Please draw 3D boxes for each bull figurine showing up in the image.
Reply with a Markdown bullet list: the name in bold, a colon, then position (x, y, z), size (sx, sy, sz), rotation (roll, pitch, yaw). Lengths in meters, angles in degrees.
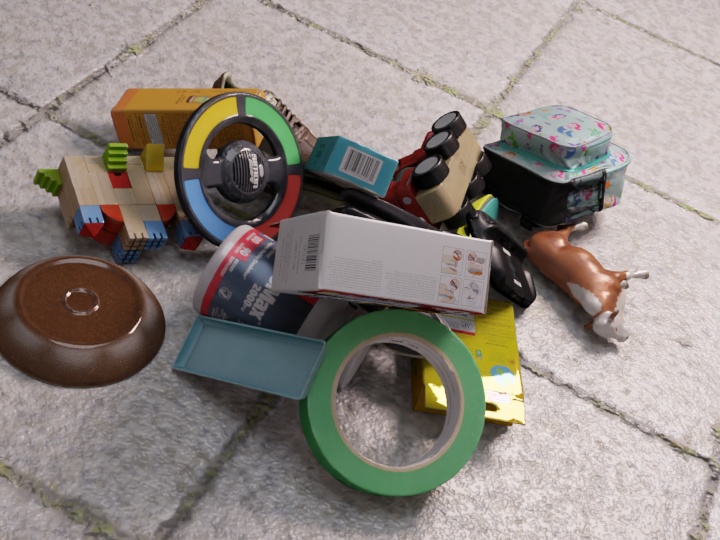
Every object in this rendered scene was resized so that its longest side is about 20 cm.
- **bull figurine**: position (0.312, 0.010, 1.548), size (0.121, 0.065, 0.200), rotation (-19, 54, -38)

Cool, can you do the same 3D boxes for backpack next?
- **backpack**: position (0.290, -0.154, 1.653), size (0.200, 0.151, 0.177), rotation (-11, 31, -39)

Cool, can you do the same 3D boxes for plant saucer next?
- **plant saucer**: position (-0.320, 0.045, 1.299), size (0.200, 0.037, 0.201), rotation (11, 41, -9)
- **plant saucer**: position (-0.121, 0.095, 1.242), size (0.200, 0.019, 0.070), rotation (8, 66, 40)

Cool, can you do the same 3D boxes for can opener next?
- **can opener**: position (0.056, -0.052, 1.416), size (0.200, 0.079, 0.064), rotation (26, 40, -25)

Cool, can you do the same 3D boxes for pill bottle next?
- **pill bottle**: position (-0.081, 0.045, 1.319), size (0.200, 0.120, 0.120), rotation (30, 42, 7)

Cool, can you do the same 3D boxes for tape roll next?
- **tape roll**: position (0.035, 0.144, 1.236), size (0.200, 0.048, 0.201), rotation (3, 78, -13)

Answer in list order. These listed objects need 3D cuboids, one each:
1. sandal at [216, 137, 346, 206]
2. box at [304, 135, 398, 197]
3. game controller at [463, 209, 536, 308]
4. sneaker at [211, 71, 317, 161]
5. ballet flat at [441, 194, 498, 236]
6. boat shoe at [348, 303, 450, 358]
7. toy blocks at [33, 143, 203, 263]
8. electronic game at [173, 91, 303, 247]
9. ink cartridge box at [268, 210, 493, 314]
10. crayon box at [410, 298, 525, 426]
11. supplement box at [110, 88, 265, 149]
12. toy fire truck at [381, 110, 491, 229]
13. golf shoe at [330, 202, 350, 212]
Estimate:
- **sandal**: position (-0.105, -0.124, 1.549), size (0.201, 0.057, 0.080), rotation (24, 35, -11)
- **box**: position (-0.014, -0.133, 1.445), size (0.082, 0.049, 0.200), rotation (23, 2, -11)
- **game controller**: position (0.180, -0.012, 1.450), size (0.042, 0.200, 0.105), rotation (-14, 74, 20)
- **sneaker**: position (-0.130, -0.210, 1.613), size (0.200, 0.076, 0.070), rotation (27, 42, 10)
- **ballet flat**: position (0.136, -0.042, 1.545), size (0.067, 0.067, 0.200), rotation (7, 40, 17)
- **boat shoe**: position (0.021, 0.036, 1.351), size (0.200, 0.063, 0.073), rotation (33, 74, 25)
- **toy blocks**: position (-0.285, -0.072, 1.406), size (0.200, 0.100, 0.137), rotation (-3, 58, -36)
- **electronic game**: position (-0.150, -0.124, 1.433), size (0.042, 0.201, 0.200), rotation (2, 23, 46)
- **ink cartridge box**: position (0.013, -0.004, 1.245), size (0.199, 0.175, 0.084), rotation (9, 85, -25)
- **crayon box**: position (0.126, 0.113, 1.378), size (0.127, 0.051, 0.200), rotation (11, 41, -8)
- **supplement box**: position (-0.227, -0.203, 1.527), size (0.199, 0.069, 0.067), rotation (1, 38, 17)
- **toy fire truck**: position (0.056, -0.128, 1.584), size (0.129, 0.200, 0.176), rotation (53, 36, -24)
- **golf shoe**: position (0.000, 0.000, 1.451), size (0.094, 0.078, 0.200), rotation (-20, 53, -6)
